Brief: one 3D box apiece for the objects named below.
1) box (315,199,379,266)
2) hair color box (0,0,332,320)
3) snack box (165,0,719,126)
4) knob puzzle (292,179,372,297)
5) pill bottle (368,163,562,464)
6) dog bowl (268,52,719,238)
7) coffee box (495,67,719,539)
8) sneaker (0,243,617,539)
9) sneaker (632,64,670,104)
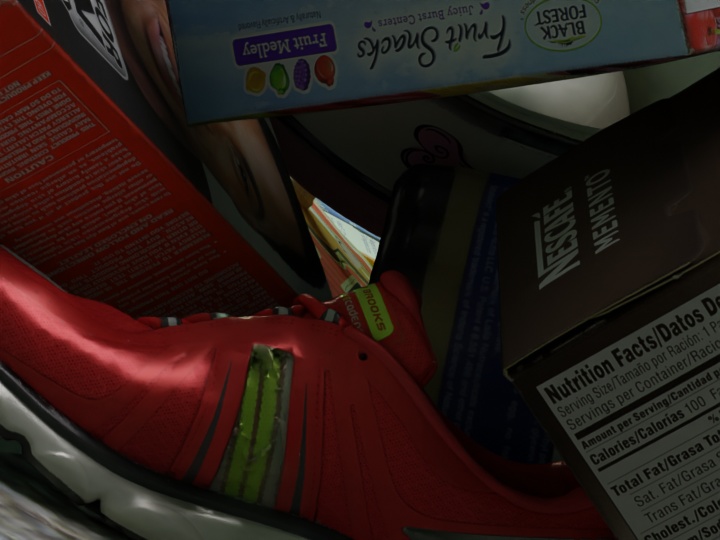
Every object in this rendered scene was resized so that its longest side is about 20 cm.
[{"bbox_3d":[0.001,0.005,1.199,0.199,0.042,0.119,31,7,-9],"label":"box"},{"bbox_3d":[-0.080,-0.045,0.775,0.200,0.061,0.102,48,18,-55],"label":"hair color box"},{"bbox_3d":[0.073,-0.090,0.770,0.168,0.068,0.199,-4,9,43],"label":"snack box"},{"bbox_3d":[0.000,0.000,0.983,0.220,0.030,0.220,51,5,-6],"label":"knob puzzle"},{"bbox_3d":[0.098,0.041,0.826,0.198,0.113,0.112,12,6,4],"label":"pill bottle"},{"bbox_3d":[0.033,-0.082,0.934,0.199,0.074,0.201,21,37,-17],"label":"dog bowl"},{"bbox_3d":[0.117,0.060,0.708,0.201,0.080,0.113,56,15,-17],"label":"coffee box"},{"bbox_3d":[-0.020,0.032,0.725,0.199,0.085,0.077,29,6,-7],"label":"sneaker"},{"bbox_3d":[0.140,-0.030,1.031,0.106,0.075,0.201,0,57,-29],"label":"sneaker"}]
